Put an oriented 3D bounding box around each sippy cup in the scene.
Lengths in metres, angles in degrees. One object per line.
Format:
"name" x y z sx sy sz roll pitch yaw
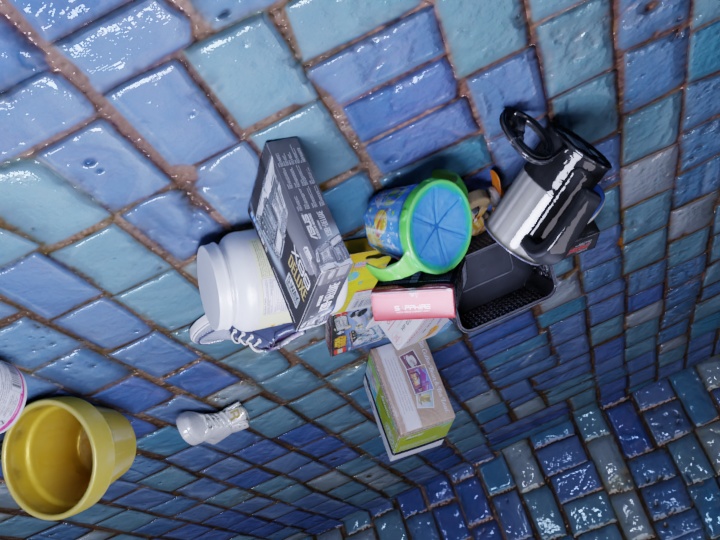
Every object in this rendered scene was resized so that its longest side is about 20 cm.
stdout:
"sippy cup" 0.077 -0.069 1.392 0.175 0.143 0.129 -16 -165 -37

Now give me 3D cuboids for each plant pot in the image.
"plant pot" -0.501 0.323 1.665 0.198 0.204 0.188 -29 169 16

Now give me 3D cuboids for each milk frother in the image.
"milk frother" 0.250 -0.128 1.409 0.198 0.181 0.190 30 112 -7

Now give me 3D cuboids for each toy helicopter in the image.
"toy helicopter" 0.190 -0.097 1.550 0.131 0.080 0.200 -37 164 11

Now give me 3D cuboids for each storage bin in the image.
"storage bin" 0.232 0.005 1.646 0.196 0.138 0.094 -22 -160 -9

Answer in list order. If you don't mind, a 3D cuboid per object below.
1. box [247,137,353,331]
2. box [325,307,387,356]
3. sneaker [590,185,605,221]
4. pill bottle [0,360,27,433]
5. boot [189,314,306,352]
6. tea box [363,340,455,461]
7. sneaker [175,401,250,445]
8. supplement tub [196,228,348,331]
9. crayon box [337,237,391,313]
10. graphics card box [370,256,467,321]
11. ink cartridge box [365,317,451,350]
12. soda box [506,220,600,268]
"box" -0.084 -0.046 1.240 0.049 0.203 0.158 -14 156 -24
"box" 0.000 0.091 1.780 0.134 0.040 0.201 -18 155 -12
"sneaker" 0.359 -0.132 1.586 0.197 0.077 0.112 -17 149 -28
"pill bottle" -0.587 0.166 1.353 0.112 0.115 0.200 -25 155 7
"boot" -0.192 0.102 1.579 0.197 0.092 0.073 -25 156 5
"tea box" 0.102 0.281 2.053 0.131 0.203 0.198 -14 154 -14
"sneaker" -0.298 0.308 1.940 0.114 0.075 0.200 -28 165 8
"supplement tub" -0.131 0.008 1.378 0.196 0.147 0.146 -11 154 -22
"crayon box" 0.000 0.000 1.584 0.125 0.052 0.201 -9 153 -27
"graphics card box" 0.093 0.020 1.418 0.122 0.052 0.200 -4 -163 13
"ink cartridge box" 0.113 0.077 1.743 0.198 0.068 0.116 -16 150 -47
"soda box" 0.347 -0.050 1.760 0.196 0.064 0.071 -21 156 -4
